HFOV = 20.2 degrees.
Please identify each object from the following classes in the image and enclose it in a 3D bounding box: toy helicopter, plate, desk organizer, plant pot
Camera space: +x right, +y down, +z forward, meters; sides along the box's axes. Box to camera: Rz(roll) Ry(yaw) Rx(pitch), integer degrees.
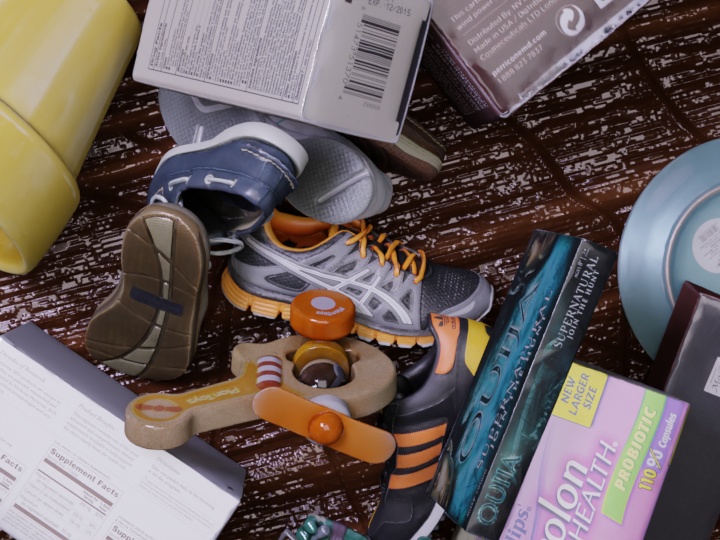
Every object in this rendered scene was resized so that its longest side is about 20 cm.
[{"bbox_3d":[-0.063,0.091,1.369,0.199,0.132,0.079,-13,124,-28],"label":"toy helicopter"},{"bbox_3d":[0.292,-0.001,1.512,0.199,0.026,0.202,0,92,-3],"label":"plate"},{"bbox_3d":[0.238,0.114,1.471,0.071,0.077,0.201,19,99,-4],"label":"desk organizer"},{"bbox_3d":[-0.258,-0.131,1.410,0.200,0.201,0.189,34,74,-3],"label":"plant pot"}]

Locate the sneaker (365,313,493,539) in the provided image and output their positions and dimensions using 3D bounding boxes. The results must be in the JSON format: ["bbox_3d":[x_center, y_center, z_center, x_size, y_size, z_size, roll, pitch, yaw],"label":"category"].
[{"bbox_3d":[0.038,0.116,1.457,0.090,0.070,0.201,26,112,-14],"label":"sneaker"}]

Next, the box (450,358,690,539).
[{"bbox_3d":[0.140,0.152,1.421,0.096,0.200,0.177,19,90,-3],"label":"box"}]

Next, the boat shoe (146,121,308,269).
[{"bbox_3d":[-0.103,-0.046,1.409,0.075,0.200,0.062,39,62,-22],"label":"boat shoe"}]

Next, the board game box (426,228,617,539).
[{"bbox_3d":[0.104,0.072,1.340,0.028,0.135,0.201,22,90,-10],"label":"board game box"}]

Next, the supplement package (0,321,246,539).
[{"bbox_3d":[-0.192,0.140,1.427,0.199,0.156,0.111,35,91,-3],"label":"supplement package"}]

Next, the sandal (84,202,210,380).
[{"bbox_3d":[-0.141,0.013,1.430,0.080,0.200,0.054,24,49,1],"label":"sandal"}]

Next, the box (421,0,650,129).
[{"bbox_3d":[0.102,-0.214,1.411,0.166,0.200,0.165,-39,93,-1],"label":"box"}]

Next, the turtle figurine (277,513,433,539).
[{"bbox_3d":[0.004,0.240,1.440,0.100,0.200,0.151,-16,91,-31],"label":"turtle figurine"}]

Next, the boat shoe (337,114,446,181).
[{"bbox_3d":[-0.015,-0.145,1.473,0.202,0.075,0.075,33,81,-4],"label":"boat shoe"}]

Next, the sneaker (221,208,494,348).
[{"bbox_3d":[0.000,0.000,1.462,0.198,0.078,0.078,8,119,-3],"label":"sneaker"}]

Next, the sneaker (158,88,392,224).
[{"bbox_3d":[-0.063,-0.090,1.470,0.200,0.080,0.071,34,101,21],"label":"sneaker"}]

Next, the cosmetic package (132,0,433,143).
[{"bbox_3d":[-0.055,-0.153,1.341,0.087,0.199,0.104,11,96,-41],"label":"cosmetic package"}]
